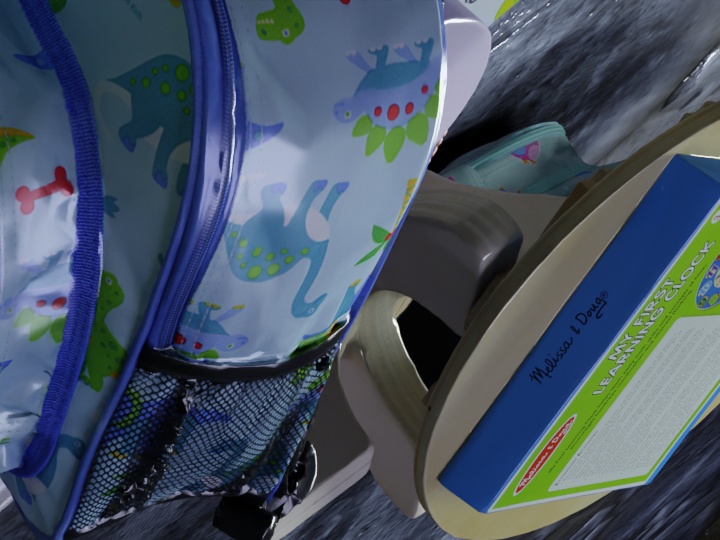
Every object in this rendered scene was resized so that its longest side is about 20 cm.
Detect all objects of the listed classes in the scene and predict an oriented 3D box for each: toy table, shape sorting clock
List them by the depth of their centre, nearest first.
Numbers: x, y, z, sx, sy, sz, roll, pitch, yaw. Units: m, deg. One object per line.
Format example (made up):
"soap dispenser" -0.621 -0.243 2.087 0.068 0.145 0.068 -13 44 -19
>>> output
"shape sorting clock" 0.096 0.015 0.802 0.200 0.039 0.200 -35 154 -20
"toy table" 0.000 0.000 0.816 0.200 0.117 0.184 -40 160 -14

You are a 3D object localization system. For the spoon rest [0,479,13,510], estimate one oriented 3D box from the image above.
"spoon rest" -0.146 0.088 0.761 0.099 0.060 0.201 -8 117 -44

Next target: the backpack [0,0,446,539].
"backpack" -0.074 -0.042 0.639 0.146 0.184 0.200 -9 145 -35

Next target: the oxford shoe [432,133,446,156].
"oxford shoe" -0.043 -0.028 0.998 0.200 0.071 0.075 -41 -170 0

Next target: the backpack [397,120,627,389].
"backpack" 0.095 0.015 1.228 0.199 0.154 0.176 -18 158 -30

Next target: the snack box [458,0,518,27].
"snack box" 0.010 -0.127 0.837 0.142 0.053 0.200 -42 164 0
